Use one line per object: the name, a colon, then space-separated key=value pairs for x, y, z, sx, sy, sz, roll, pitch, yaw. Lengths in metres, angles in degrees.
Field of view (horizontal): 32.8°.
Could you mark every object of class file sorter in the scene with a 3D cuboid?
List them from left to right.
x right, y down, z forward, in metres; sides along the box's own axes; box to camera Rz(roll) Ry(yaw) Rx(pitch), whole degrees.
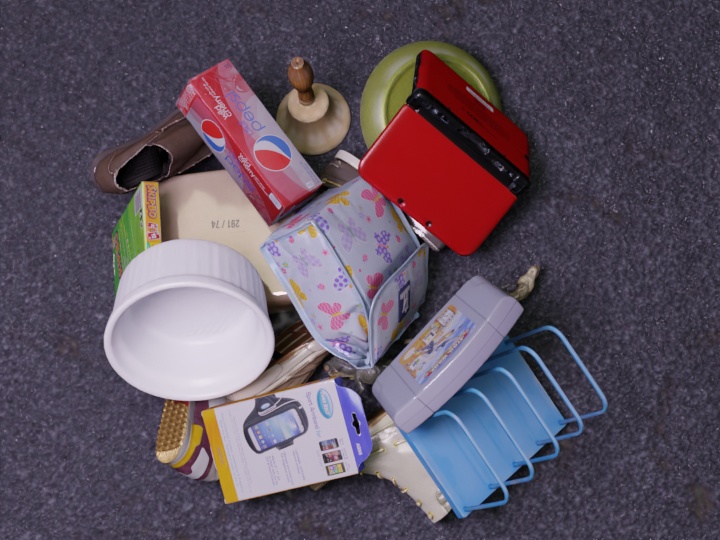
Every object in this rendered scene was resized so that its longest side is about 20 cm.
file sorter: x=0.174 y=0.176 z=1.463 sx=0.200 sy=0.123 sz=0.139 roll=-35 pitch=92 yaw=-30

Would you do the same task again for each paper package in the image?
paper package: x=-0.170 y=-0.032 z=1.600 sx=0.199 sy=0.103 sz=0.191 roll=-6 pitch=76 yaw=2

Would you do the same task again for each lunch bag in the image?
lunch bag: x=0.000 y=0.000 z=1.523 sx=0.127 sy=0.170 sz=0.200 roll=-20 pitch=104 yaw=39

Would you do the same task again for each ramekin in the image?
ramekin: x=-0.204 y=0.056 z=1.475 sx=0.200 sy=0.201 sz=0.098 roll=-8 pitch=43 yaw=2

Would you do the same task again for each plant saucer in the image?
plant saucer: x=0.099 y=-0.206 z=1.620 sx=0.199 sy=0.031 sz=0.201 roll=0 pitch=89 yaw=-14

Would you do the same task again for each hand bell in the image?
hand bell: x=-0.072 y=-0.230 z=1.589 sx=0.104 sy=0.200 sz=0.104 roll=-1 pitch=77 yaw=4

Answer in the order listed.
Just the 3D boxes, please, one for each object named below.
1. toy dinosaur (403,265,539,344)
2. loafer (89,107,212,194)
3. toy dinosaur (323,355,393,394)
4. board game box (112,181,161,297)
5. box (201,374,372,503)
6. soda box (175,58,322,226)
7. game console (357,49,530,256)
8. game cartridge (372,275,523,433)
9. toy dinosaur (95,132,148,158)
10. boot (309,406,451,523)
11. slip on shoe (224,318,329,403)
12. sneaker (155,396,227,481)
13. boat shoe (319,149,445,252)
toy dinosaur: x=0.151 y=0.054 z=1.558 sx=0.200 sy=0.088 sz=0.048 roll=-26 pitch=87 yaw=-3
loafer: x=-0.241 y=-0.147 z=1.550 sx=0.200 sy=0.073 sz=0.071 roll=-33 pitch=32 yaw=-15
toy dinosaur: x=0.046 y=0.146 z=1.559 sx=0.199 sy=0.047 sz=0.088 roll=-5 pitch=107 yaw=18
board game box: x=-0.290 y=-0.034 z=1.571 sx=0.030 sy=0.200 sz=0.096 roll=2 pitch=72 yaw=-25
box: x=-0.084 y=0.204 z=1.492 sx=0.199 sy=0.041 sz=0.119 roll=-15 pitch=90 yaw=11
soda box: x=-0.138 y=-0.159 z=1.518 sx=0.070 sy=0.063 sz=0.200 roll=-35 pitch=86 yaw=-31
game console: x=0.110 y=-0.151 z=1.566 sx=0.200 sy=0.173 sz=0.119 roll=37 pitch=124 yaw=-22
game cartridge: x=0.100 y=0.096 z=1.439 sx=0.042 sy=0.133 sz=0.200 roll=43 pitch=90 yaw=-14
toy dinosaur: x=-0.256 y=-0.182 z=1.634 sx=0.200 sy=0.088 sz=0.048 roll=-34 pitch=91 yaw=-11
boot: x=0.041 y=0.256 z=1.530 sx=0.200 sy=0.072 sz=0.155 roll=-37 pitch=92 yaw=14
slip on shoe: x=-0.085 y=0.121 z=1.575 sx=0.200 sy=0.076 sz=0.061 roll=-35 pitch=119 yaw=-22
sneaker: x=-0.199 y=0.174 z=1.577 sx=0.075 sy=0.090 sz=0.200 roll=-17 pitch=47 yaw=40
boat shoe: x=0.031 y=-0.080 z=1.613 sx=0.200 sy=0.072 sz=0.060 roll=38 pitch=82 yaw=16
